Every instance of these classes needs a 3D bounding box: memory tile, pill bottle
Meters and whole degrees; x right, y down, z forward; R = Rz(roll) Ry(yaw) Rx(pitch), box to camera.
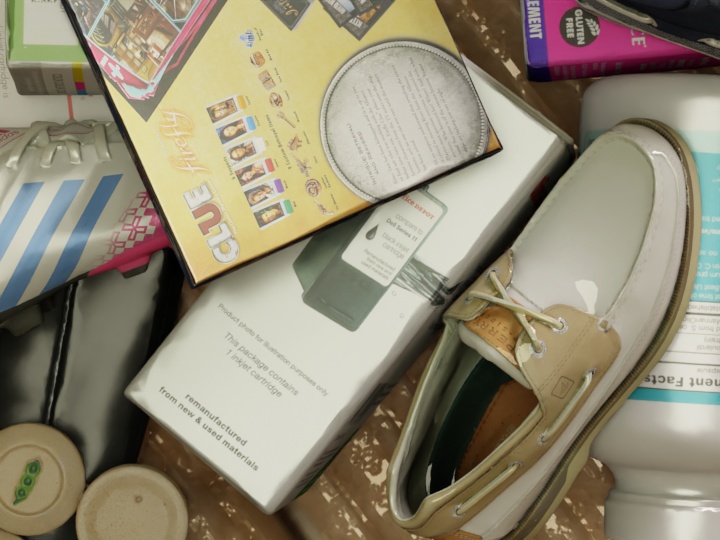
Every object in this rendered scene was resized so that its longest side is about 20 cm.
[{"bbox_3d":[-0.174,0.160,1.169,0.153,0.017,0.200,23,89,-1],"label":"memory tile"},{"bbox_3d":[0.145,0.018,1.154,0.111,0.111,0.200,3,90,5],"label":"pill bottle"}]

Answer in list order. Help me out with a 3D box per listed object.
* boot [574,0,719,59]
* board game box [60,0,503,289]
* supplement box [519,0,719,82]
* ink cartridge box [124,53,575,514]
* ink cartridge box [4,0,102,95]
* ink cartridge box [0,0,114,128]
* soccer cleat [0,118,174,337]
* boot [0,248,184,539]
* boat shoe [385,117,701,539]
[{"bbox_3d":[0.175,-0.108,1.063,0.200,0.090,0.073,11,93,5],"label":"boot"},{"bbox_3d":[-0.047,-0.111,1.051,0.135,0.035,0.200,-24,90,-6],"label":"board game box"},{"bbox_3d":[0.167,-0.143,1.159,0.200,0.103,0.101,-5,90,4],"label":"supplement box"},{"bbox_3d":[0.000,0.000,1.151,0.083,0.147,0.200,39,91,5],"label":"ink cartridge box"},{"bbox_3d":[-0.048,-0.106,1.121,0.200,0.104,0.059,0,89,-5],"label":"ink cartridge box"},{"bbox_3d":[-0.168,-0.108,1.201,0.200,0.067,0.116,-6,89,-2],"label":"ink cartridge box"},{"bbox_3d":[-0.116,-0.037,1.144,0.200,0.070,0.086,-27,100,3],"label":"soccer cleat"},{"bbox_3d":[-0.178,0.066,1.205,0.165,0.066,0.200,13,94,-3],"label":"boot"},{"bbox_3d":[0.075,0.030,1.096,0.075,0.068,0.200,35,111,37],"label":"boat shoe"}]
